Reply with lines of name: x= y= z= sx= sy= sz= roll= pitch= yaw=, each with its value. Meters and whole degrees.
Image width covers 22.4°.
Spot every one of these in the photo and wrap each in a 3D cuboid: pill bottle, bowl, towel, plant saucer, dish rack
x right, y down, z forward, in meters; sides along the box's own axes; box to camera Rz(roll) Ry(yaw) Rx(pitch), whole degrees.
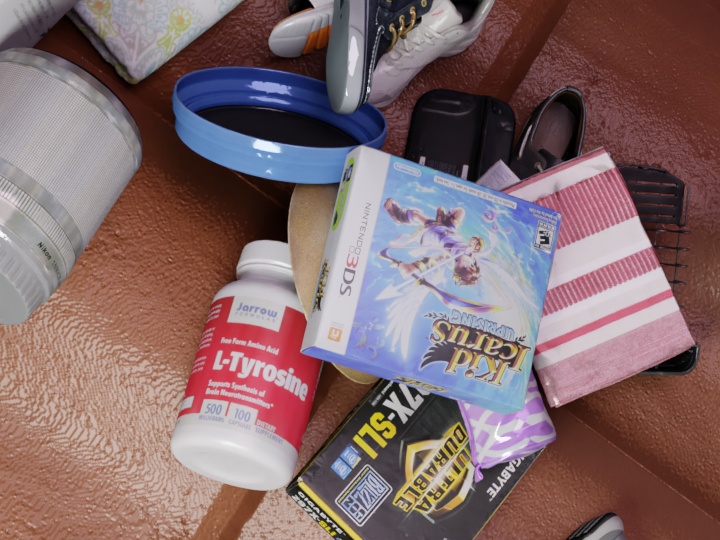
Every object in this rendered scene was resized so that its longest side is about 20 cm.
pill bottle: x=-0.090 y=0.082 z=1.606 sx=0.111 sy=0.112 sz=0.202 roll=20 pitch=66 yaw=-13
bowl: x=-0.075 y=-0.133 z=1.661 sx=0.199 sy=0.040 sz=0.201 roll=10 pitch=24 yaw=-5
towel: x=-0.220 y=-0.297 z=1.727 sx=0.171 sy=0.048 sz=0.200 roll=-42 pitch=90 yaw=-24
towel: x=0.198 y=0.005 z=1.643 sx=0.143 sy=0.023 sz=0.202 roll=-22 pitch=82 yaw=-4
plant saucer: x=0.000 y=0.000 z=1.642 sx=0.200 sy=0.035 sz=0.202 roll=41 pitch=42 yaw=-51
dish rack: x=0.256 y=-0.003 z=1.766 sx=0.152 sy=0.054 sz=0.202 roll=3 pitch=95 yaw=-19

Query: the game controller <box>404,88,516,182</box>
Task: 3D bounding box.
game controller: x=0.090 y=-0.085 z=1.772 sx=0.103 sy=0.042 sz=0.202 roll=8 pitch=67 yaw=8

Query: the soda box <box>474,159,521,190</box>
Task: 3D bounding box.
soda box: x=0.176 y=-0.009 z=1.691 sx=0.064 sy=0.068 sz=0.200 roll=-43 pitch=86 yaw=2

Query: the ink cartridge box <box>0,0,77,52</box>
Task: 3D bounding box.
ink cartridge box: x=-0.301 y=-0.267 z=1.595 sx=0.084 sy=0.146 sz=0.200 roll=42 pitch=82 yaw=7

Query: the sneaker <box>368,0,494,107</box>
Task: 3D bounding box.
sneaker: x=0.052 y=-0.233 z=1.776 sx=0.200 sy=0.099 sz=0.078 roll=-39 pitch=88 yaw=-27

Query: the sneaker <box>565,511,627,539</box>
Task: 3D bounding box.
sneaker: x=0.197 y=0.319 z=1.655 sx=0.199 sy=0.075 sz=0.116 roll=-36 pitch=89 yaw=-28

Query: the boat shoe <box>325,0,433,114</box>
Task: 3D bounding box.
boat shoe: x=0.022 y=-0.231 z=1.692 sx=0.090 sy=0.071 sz=0.202 roll=11 pitch=65 yaw=-16

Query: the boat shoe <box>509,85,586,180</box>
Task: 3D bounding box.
boat shoe: x=0.175 y=-0.090 z=1.793 sx=0.071 sy=0.068 sz=0.201 roll=25 pitch=67 yaw=-10

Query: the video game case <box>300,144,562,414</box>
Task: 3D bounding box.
video game case: x=0.064 y=0.010 z=1.571 sx=0.198 sy=0.045 sz=0.183 roll=17 pitch=76 yaw=-16

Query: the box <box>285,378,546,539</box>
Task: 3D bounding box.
box: x=0.052 y=0.181 z=1.662 sx=0.160 sy=0.049 sz=0.200 roll=43 pitch=63 yaw=0

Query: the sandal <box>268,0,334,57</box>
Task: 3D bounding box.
sandal: x=-0.016 y=-0.269 z=1.780 sx=0.206 sy=0.079 sz=0.060 roll=-26 pitch=78 yaw=-32

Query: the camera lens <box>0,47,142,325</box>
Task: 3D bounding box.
camera lens: x=-0.293 y=-0.076 z=1.556 sx=0.159 sy=0.160 sz=0.201 roll=33 pitch=63 yaw=-7

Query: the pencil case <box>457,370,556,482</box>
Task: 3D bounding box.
pencil case: x=0.107 y=0.081 z=1.644 sx=0.085 sy=0.084 sz=0.202 roll=-19 pitch=78 yaw=-17
